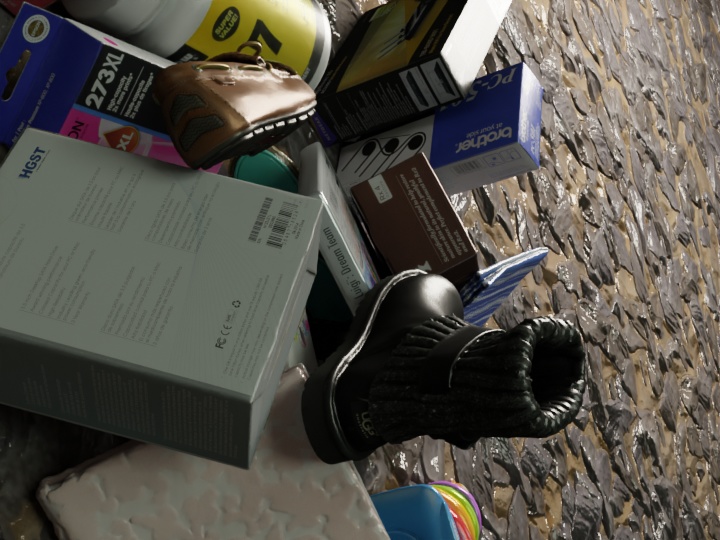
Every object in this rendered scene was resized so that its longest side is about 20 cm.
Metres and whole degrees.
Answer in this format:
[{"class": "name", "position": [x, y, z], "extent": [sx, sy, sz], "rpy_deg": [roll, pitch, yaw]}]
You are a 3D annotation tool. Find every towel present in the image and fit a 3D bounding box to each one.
[{"class": "towel", "position": [-0.080, 0.183, 0.735], "extent": [0.032, 0.190, 0.201], "rpy_deg": [-120, -176, -76]}, {"class": "towel", "position": [0.082, 0.064, 1.019], "extent": [0.024, 0.200, 0.144], "rpy_deg": [46, 29, 15]}]

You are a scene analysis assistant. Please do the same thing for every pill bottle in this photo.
[{"class": "pill bottle", "position": [-0.123, -0.198, 0.870], "extent": [0.199, 0.114, 0.115], "rpy_deg": [20, 61, -51]}]

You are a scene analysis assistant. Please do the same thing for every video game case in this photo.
[{"class": "video game case", "position": [0.000, 0.000, 0.894], "extent": [0.200, 0.024, 0.183], "rpy_deg": [-98, 162, -74]}]

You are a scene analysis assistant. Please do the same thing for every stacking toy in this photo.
[{"class": "stacking toy", "position": [0.067, 0.230, 1.013], "extent": [0.200, 0.109, 0.117], "rpy_deg": [-14, 86, -68]}]

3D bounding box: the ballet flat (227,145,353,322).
[{"class": "ballet flat", "position": [-0.053, -0.025, 0.967], "extent": [0.065, 0.070, 0.201], "rpy_deg": [-98, 163, -68]}]

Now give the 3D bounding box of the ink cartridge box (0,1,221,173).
[{"class": "ink cartridge box", "position": [-0.168, -0.107, 0.792], "extent": [0.199, 0.037, 0.095], "rpy_deg": [15, 109, -52]}]

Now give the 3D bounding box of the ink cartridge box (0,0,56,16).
[{"class": "ink cartridge box", "position": [-0.192, -0.265, 0.713], "extent": [0.146, 0.199, 0.085], "rpy_deg": [40, 46, -41]}]

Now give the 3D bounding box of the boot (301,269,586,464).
[{"class": "boot", "position": [0.070, 0.051, 0.726], "extent": [0.080, 0.157, 0.211], "rpy_deg": [64, 29, -17]}]

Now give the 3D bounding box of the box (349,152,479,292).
[{"class": "box", "position": [0.053, -0.016, 0.990], "extent": [0.101, 0.074, 0.200], "rpy_deg": [63, 2, 15]}]

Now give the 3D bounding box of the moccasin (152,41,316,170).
[{"class": "moccasin", "position": [-0.085, -0.116, 0.761], "extent": [0.078, 0.073, 0.201], "rpy_deg": [58, 23, -2]}]

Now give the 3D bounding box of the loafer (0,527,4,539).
[{"class": "loafer", "position": [-0.210, 0.184, 0.627], "extent": [0.072, 0.063, 0.202], "rpy_deg": [-21, 95, -57]}]

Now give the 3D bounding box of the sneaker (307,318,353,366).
[{"class": "sneaker", "position": [-0.038, 0.061, 0.903], "extent": [0.200, 0.099, 0.070], "rpy_deg": [30, 51, -48]}]

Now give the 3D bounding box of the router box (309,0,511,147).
[{"class": "router box", "position": [0.048, -0.212, 1.096], "extent": [0.052, 0.156, 0.201], "rpy_deg": [57, 36, -25]}]

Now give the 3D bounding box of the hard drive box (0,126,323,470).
[{"class": "hard drive box", "position": [-0.137, 0.012, 0.683], "extent": [0.077, 0.198, 0.157], "rpy_deg": [100, 7, -50]}]

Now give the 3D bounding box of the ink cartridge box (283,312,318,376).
[{"class": "ink cartridge box", "position": [-0.095, 0.060, 0.795], "extent": [0.068, 0.114, 0.202], "rpy_deg": [1, 76, -77]}]

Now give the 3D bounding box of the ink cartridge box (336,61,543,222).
[{"class": "ink cartridge box", "position": [0.069, -0.115, 1.047], "extent": [0.044, 0.199, 0.095], "rpy_deg": [42, 45, -41]}]
